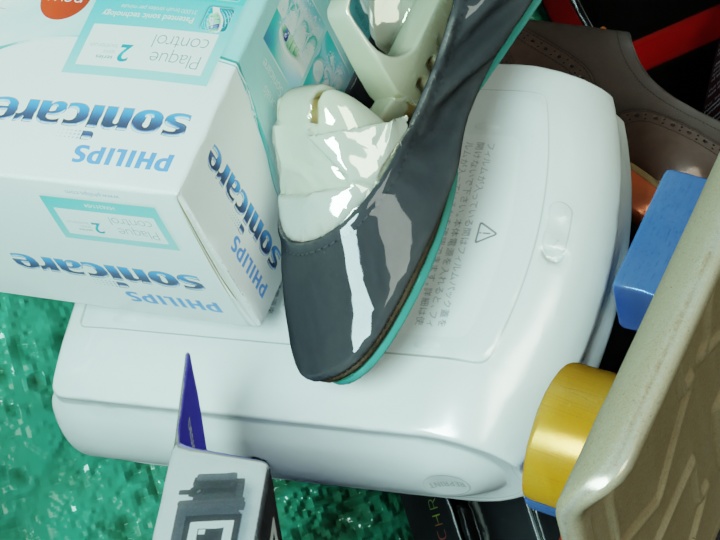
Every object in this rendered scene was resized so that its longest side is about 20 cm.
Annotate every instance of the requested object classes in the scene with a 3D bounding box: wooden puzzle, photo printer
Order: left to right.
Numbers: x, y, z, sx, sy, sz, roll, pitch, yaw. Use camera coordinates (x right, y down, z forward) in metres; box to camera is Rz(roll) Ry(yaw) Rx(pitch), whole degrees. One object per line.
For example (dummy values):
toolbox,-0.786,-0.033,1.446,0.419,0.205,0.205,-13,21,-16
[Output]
photo printer,0.000,0.000,0.905,0.069,0.199,0.167,53,46,-53
wooden puzzle,0.106,0.049,0.868,0.046,0.200,0.186,18,60,19

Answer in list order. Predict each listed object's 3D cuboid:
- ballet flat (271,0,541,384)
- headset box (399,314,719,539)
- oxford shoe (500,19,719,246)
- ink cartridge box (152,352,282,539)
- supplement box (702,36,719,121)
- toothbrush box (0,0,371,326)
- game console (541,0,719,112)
ballet flat,0.007,-0.059,0.848,0.073,0.073,0.201,33,68,-19
headset box,0.112,0.086,1.007,0.199,0.093,0.175,-13,82,-33
oxford shoe,0.072,-0.072,0.994,0.200,0.071,0.073,38,70,26
ink cartridge box,-0.042,0.164,0.805,0.043,0.199,0.200,-1,40,6
supplement box,0.211,-0.079,1.057,0.109,0.061,0.200,38,35,-12
toothbrush box,-0.077,-0.089,0.898,0.201,0.146,0.085,-67,149,-26
game console,0.178,-0.114,1.146,0.200,0.031,0.177,-25,85,-34
